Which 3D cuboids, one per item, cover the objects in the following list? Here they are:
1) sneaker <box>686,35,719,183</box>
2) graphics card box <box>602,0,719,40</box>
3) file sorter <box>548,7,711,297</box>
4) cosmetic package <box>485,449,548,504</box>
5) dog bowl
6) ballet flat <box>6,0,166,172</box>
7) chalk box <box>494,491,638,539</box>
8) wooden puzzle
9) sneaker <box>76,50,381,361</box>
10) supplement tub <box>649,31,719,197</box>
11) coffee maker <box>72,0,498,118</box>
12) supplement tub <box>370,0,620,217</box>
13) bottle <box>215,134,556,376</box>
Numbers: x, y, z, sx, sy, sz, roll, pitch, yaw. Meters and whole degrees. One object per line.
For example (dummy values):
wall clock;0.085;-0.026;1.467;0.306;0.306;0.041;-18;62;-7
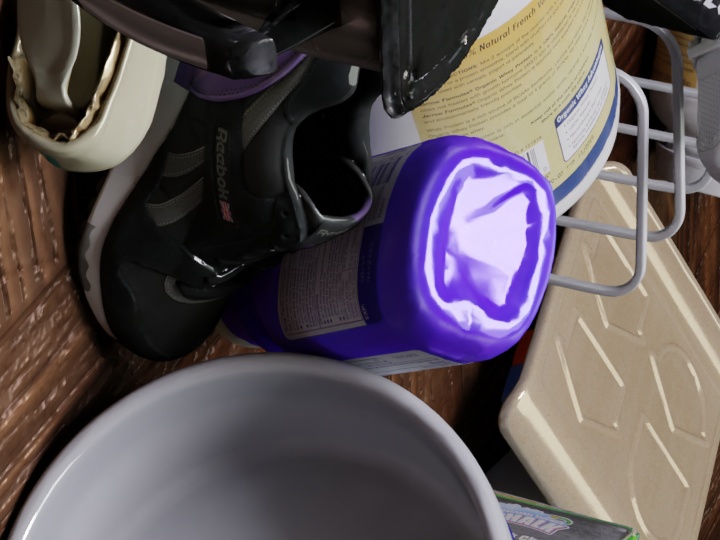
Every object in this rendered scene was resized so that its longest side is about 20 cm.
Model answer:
sneaker;0.157;-0.142;1.302;0.115;0.074;0.201;24;65;-22
graphics card box;0.167;-0.195;1.200;0.200;0.051;0.125;-57;-164;2
file sorter;0.118;-0.098;1.406;0.200;0.124;0.139;-51;146;-46
cosmetic package;0.092;0.200;1.608;0.151;0.052;0.201;-38;136;-60
dog bowl;-0.034;0.137;1.073;0.079;0.199;0.201;62;46;-61
ballet flat;-0.086;-0.131;0.976;0.069;0.069;0.201;-9;110;-66
chalk box;0.056;0.185;1.397;0.200;0.124;0.124;-25;125;-61
wooden puzzle;0.139;0.070;1.577;0.185;0.046;0.200;55;41;-31
sneaker;-0.043;-0.026;1.047;0.076;0.088;0.200;-25;147;-39
supplement tub;0.247;-0.146;1.662;0.145;0.144;0.201;-19;120;-64
coffee maker;-0.056;-0.161;0.850;0.135;0.199;0.193;-35;136;-62
supplement tub;0.023;-0.114;1.139;0.200;0.144;0.145;71;39;-54
bottle;0.000;0.000;1.106;0.065;0.200;0.084;19;75;-25
